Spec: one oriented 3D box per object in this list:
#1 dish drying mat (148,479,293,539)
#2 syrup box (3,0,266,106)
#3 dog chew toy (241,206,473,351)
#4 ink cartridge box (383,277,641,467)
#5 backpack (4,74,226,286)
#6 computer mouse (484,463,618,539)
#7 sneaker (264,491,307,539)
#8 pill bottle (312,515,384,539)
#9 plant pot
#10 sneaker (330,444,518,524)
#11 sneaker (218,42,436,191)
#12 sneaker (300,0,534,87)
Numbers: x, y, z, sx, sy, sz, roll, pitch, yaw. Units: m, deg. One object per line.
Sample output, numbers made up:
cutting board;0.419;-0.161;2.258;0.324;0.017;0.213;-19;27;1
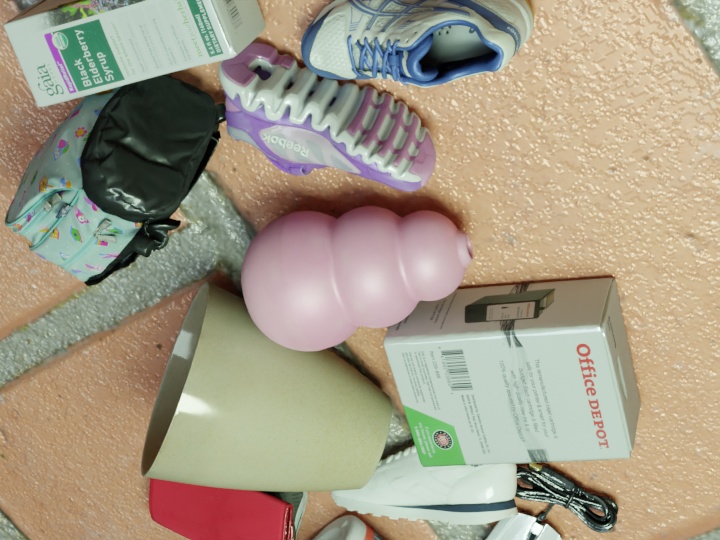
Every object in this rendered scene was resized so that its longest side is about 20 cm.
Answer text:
dish drying mat;-0.141;0.243;1.628;0.200;0.018;0.077;13;101;41
syrup box;-0.190;-0.205;1.366;0.200;0.081;0.079;-11;112;24
dog chew toy;0.000;0.000;1.422;0.200;0.125;0.125;-11;118;16
ink cartridge box;0.139;0.093;1.453;0.200;0.084;0.146;-4;121;21
backpack;-0.222;-0.077;1.427;0.127;0.167;0.200;38;141;-14
computer mouse;0.161;0.274;1.592;0.110;0.044;0.200;27;127;-1
sneaker;-0.097;0.268;1.646;0.066;0.091;0.200;12;125;9
pill bottle;0.029;0.350;1.646;0.200;0.111;0.111;43;125;-12
plant pot;-0.080;0.131;1.512;0.200;0.187;0.187;20;128;-12
sneaker;0.061;0.198;1.567;0.200;0.076;0.081;-3;92;30
sneaker;-0.033;-0.115;1.383;0.200;0.080;0.088;26;134;7
sneaker;0.035;-0.184;1.302;0.200;0.088;0.075;-8;121;25
